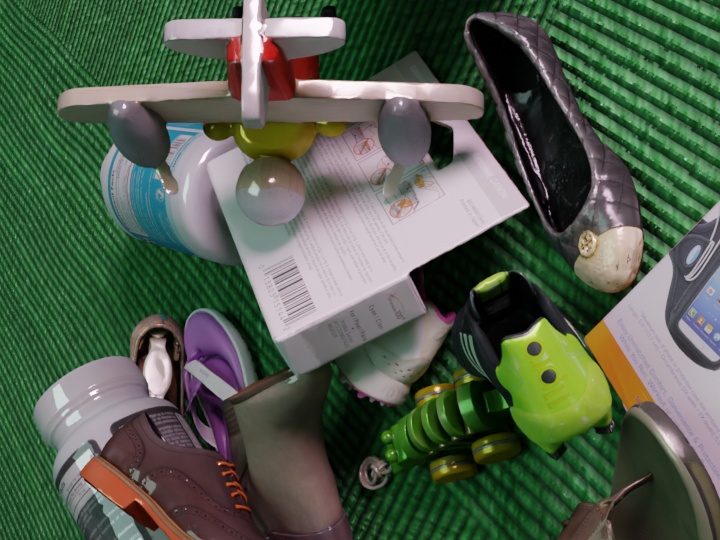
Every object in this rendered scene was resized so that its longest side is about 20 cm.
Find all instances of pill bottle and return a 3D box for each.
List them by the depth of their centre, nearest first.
[{"bbox_3d":[-0.173,0.174,0.892,0.200,0.116,0.116,53,127,23],"label":"pill bottle"},{"bbox_3d":[-0.146,-0.071,0.948,0.200,0.111,0.111,15,97,52],"label":"pill bottle"}]

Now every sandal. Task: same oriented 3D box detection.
[{"bbox_3d":[0.130,0.158,0.577,0.080,0.057,0.201,-126,38,-48],"label":"sandal"},{"bbox_3d":[-0.119,0.115,0.936,0.082,0.050,0.203,-49,52,36],"label":"sandal"}]

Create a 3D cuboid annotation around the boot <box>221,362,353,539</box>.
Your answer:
[{"bbox_3d":[-0.041,0.145,0.795,0.146,0.070,0.200,66,157,6],"label":"boot"}]

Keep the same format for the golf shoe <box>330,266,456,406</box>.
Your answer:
[{"bbox_3d":[0.000,0.000,0.797,0.092,0.075,0.200,-47,54,21],"label":"golf shoe"}]

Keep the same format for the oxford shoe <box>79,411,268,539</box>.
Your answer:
[{"bbox_3d":[-0.104,0.164,0.781,0.200,0.071,0.073,28,71,22],"label":"oxford shoe"}]

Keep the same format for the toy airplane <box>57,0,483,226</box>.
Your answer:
[{"bbox_3d":[-0.054,-0.096,0.688,0.200,0.199,0.141,10,103,45],"label":"toy airplane"}]

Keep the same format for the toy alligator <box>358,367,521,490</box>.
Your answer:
[{"bbox_3d":[0.042,0.108,0.731,0.200,0.054,0.059,-35,58,44],"label":"toy alligator"}]

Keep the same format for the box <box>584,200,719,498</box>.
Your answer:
[{"bbox_3d":[0.208,0.018,0.545,0.200,0.041,0.119,-51,49,33],"label":"box"}]

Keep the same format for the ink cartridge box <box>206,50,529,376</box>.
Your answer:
[{"bbox_3d":[0.001,-0.045,0.755,0.176,0.045,0.200,-27,44,1],"label":"ink cartridge box"}]

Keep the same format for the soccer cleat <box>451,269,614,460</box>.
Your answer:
[{"bbox_3d":[0.085,0.032,0.620,0.081,0.067,0.200,62,180,-14],"label":"soccer cleat"}]

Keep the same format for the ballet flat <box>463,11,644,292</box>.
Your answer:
[{"bbox_3d":[0.109,-0.071,0.666,0.066,0.057,0.200,-47,51,39],"label":"ballet flat"}]

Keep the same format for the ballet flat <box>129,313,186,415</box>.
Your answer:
[{"bbox_3d":[-0.187,0.137,1.000,0.067,0.068,0.200,157,113,-72],"label":"ballet flat"}]
